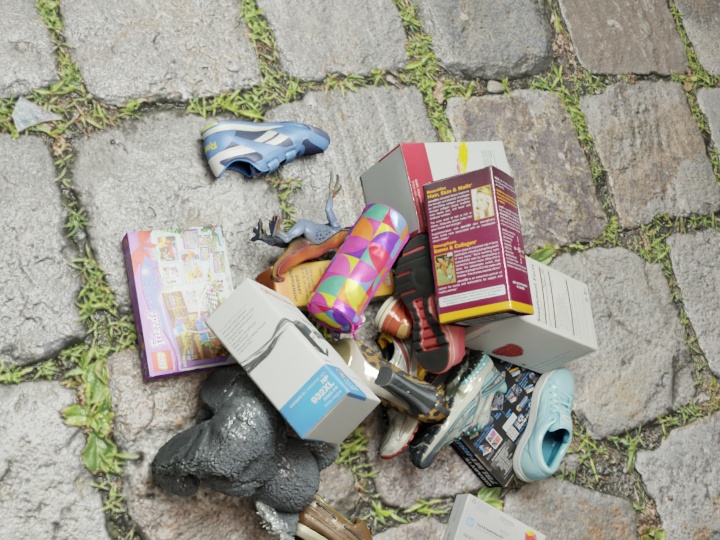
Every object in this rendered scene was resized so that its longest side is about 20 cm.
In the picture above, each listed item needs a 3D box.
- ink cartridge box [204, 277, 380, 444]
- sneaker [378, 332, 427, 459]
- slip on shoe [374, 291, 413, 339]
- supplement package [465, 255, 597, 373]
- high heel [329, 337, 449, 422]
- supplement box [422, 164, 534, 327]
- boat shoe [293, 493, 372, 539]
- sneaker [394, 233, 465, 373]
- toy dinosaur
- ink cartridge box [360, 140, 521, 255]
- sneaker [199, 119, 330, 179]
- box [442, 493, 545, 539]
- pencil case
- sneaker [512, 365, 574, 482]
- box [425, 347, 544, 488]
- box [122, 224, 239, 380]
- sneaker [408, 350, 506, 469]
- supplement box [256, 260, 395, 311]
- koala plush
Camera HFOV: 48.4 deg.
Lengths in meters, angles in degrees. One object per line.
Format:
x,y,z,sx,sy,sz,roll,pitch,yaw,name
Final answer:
-0.083,0.116,1.018,0.084,0.145,0.200,-46,68,3,ink cartridge box
0.047,0.183,1.196,0.082,0.078,0.201,17,60,-14,sneaker
0.097,0.044,1.241,0.061,0.074,0.200,32,42,19,slip on shoe
0.250,0.065,1.240,0.199,0.121,0.121,21,54,-31,supplement package
0.031,0.162,1.143,0.142,0.200,0.072,35,79,-34,high heel
0.163,-0.030,1.114,0.085,0.110,0.202,14,67,-56,supplement box
-0.009,0.373,1.102,0.199,0.072,0.068,35,63,-14,boat shoe
0.108,0.048,1.169,0.087,0.073,0.202,0,79,-55,sneaker
-0.067,-0.039,1.176,0.181,0.105,0.201,14,58,-33,toy dinosaur
0.128,-0.114,1.280,0.199,0.145,0.146,-7,78,-28,ink cartridge box
-0.140,-0.178,1.208,0.199,0.074,0.083,-5,78,-21,sneaker
0.182,0.459,1.193,0.155,0.041,0.201,31,64,-16,box
0.000,0.000,1.141,0.088,0.088,0.201,35,63,-13,pencil case
0.307,0.236,1.248,0.074,0.082,0.201,32,64,-18,sneaker
0.206,0.203,1.279,0.199,0.050,0.200,47,60,-6,box
-0.243,0.041,1.104,0.136,0.039,0.202,-6,77,-29,box
0.151,0.217,1.178,0.086,0.078,0.200,44,69,-12,sneaker
-0.048,0.020,1.195,0.199,0.069,0.067,-7,80,-31,supplement box
-0.128,0.245,1.033,0.200,0.183,0.178,43,60,-20,koala plush
